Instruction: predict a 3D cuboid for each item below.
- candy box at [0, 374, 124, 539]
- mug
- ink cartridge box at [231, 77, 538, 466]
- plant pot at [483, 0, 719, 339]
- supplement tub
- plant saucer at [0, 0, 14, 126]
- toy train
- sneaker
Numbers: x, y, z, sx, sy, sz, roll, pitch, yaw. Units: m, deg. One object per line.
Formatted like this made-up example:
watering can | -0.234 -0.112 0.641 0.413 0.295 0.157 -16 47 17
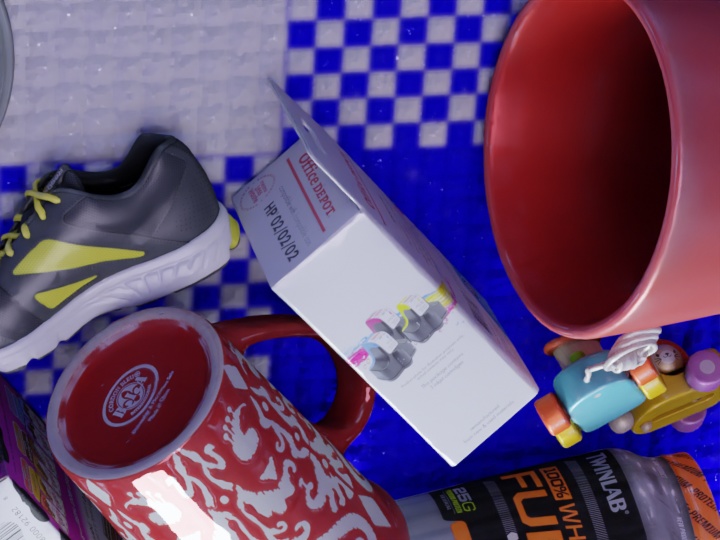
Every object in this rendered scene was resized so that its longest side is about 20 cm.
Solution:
candy box | -0.165 0.158 1.619 0.061 0.136 0.200 -36 119 6
mug | -0.075 0.101 1.607 0.133 0.178 0.200 -17 139 21
ink cartridge box | 0.000 0.000 1.595 0.068 0.115 0.200 -41 118 7
plant pot | 0.188 -0.063 1.581 0.177 0.200 0.201 -2 117 -27
supplement tub | 0.106 0.174 1.707 0.200 0.123 0.123 -14 119 -9
plant saucer | -0.275 -0.098 1.510 0.200 0.050 0.201 -6 117 -12
toy train | 0.182 0.037 1.670 0.200 0.056 0.150 -7 149 -40
sneaker | -0.168 -0.011 1.578 0.200 0.074 0.085 -26 114 -11
